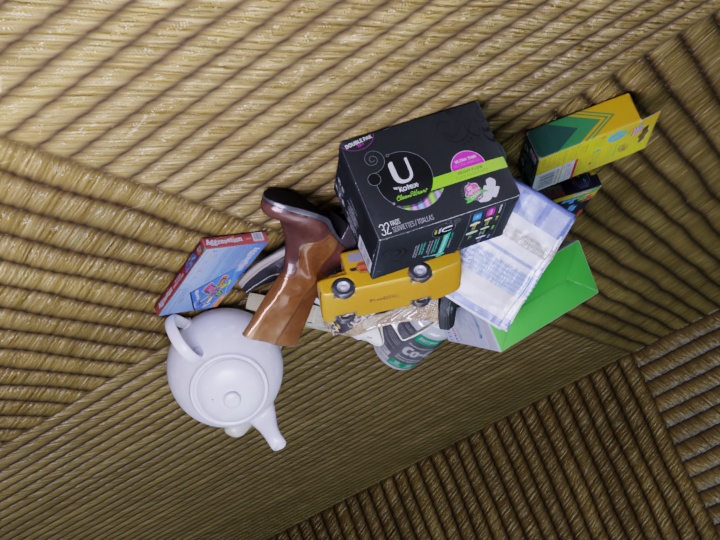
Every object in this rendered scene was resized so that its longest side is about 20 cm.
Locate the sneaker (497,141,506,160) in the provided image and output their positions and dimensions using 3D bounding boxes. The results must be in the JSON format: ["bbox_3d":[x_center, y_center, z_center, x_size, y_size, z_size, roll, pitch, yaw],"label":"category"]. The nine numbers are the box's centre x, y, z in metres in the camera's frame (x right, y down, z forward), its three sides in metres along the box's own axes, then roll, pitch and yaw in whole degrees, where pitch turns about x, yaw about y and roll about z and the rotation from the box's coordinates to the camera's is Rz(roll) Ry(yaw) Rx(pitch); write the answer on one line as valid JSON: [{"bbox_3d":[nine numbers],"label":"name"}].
[{"bbox_3d":[0.128,-0.105,1.677,0.198,0.081,0.131,-25,160,8],"label":"sneaker"}]

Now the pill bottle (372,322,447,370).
[{"bbox_3d":[0.111,0.092,2.125,0.112,0.115,0.200,-9,157,-34],"label":"pill bottle"}]

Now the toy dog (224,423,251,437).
[{"bbox_3d":[-0.189,0.167,1.950,0.192,0.140,0.201,-30,165,-20],"label":"toy dog"}]

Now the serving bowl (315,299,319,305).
[{"bbox_3d":[0.000,0.000,1.762,0.197,0.066,0.201,-16,148,-10],"label":"serving bowl"}]

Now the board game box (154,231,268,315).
[{"bbox_3d":[-0.215,0.006,1.665,0.102,0.020,0.200,-7,155,-35],"label":"board game box"}]

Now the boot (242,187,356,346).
[{"bbox_3d":[-0.107,-0.001,1.558,0.202,0.068,0.187,-57,147,9],"label":"boot"}]

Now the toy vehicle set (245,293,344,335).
[{"bbox_3d":[-0.085,0.074,1.880,0.122,0.027,0.200,10,174,25],"label":"toy vehicle set"}]

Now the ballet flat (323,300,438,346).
[{"bbox_3d":[0.043,0.080,1.779,0.197,0.066,0.071,-14,-176,6],"label":"ballet flat"}]

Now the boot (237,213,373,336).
[{"bbox_3d":[-0.065,0.024,1.670,0.198,0.152,0.073,-29,-176,13],"label":"boot"}]

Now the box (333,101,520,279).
[{"bbox_3d":[0.083,-0.104,1.517,0.197,0.150,0.125,-19,159,-13],"label":"box"}]

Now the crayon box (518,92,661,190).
[{"bbox_3d":[0.337,-0.192,1.726,0.197,0.051,0.127,-21,161,-6],"label":"crayon box"}]

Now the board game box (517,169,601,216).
[{"bbox_3d":[0.272,-0.098,1.895,0.197,0.057,0.166,-17,159,-19],"label":"board game box"}]

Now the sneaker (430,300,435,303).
[{"bbox_3d":[0.132,-0.044,1.767,0.085,0.074,0.201,86,29,-47],"label":"sneaker"}]

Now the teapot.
[{"bbox_3d":[-0.206,0.161,1.775,0.196,0.146,0.201,3,112,-12],"label":"teapot"}]

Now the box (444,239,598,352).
[{"bbox_3d":[0.236,0.032,1.826,0.198,0.098,0.176,-29,-168,-20],"label":"box"}]

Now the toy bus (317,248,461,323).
[{"bbox_3d":[0.038,0.008,1.568,0.196,0.079,0.066,-12,142,-7],"label":"toy bus"}]

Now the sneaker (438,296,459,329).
[{"bbox_3d":[0.168,-0.003,1.678,0.102,0.060,0.203,3,115,1],"label":"sneaker"}]

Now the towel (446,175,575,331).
[{"bbox_3d":[0.193,-0.029,1.627,0.202,0.145,0.024,-59,-175,16],"label":"towel"}]
